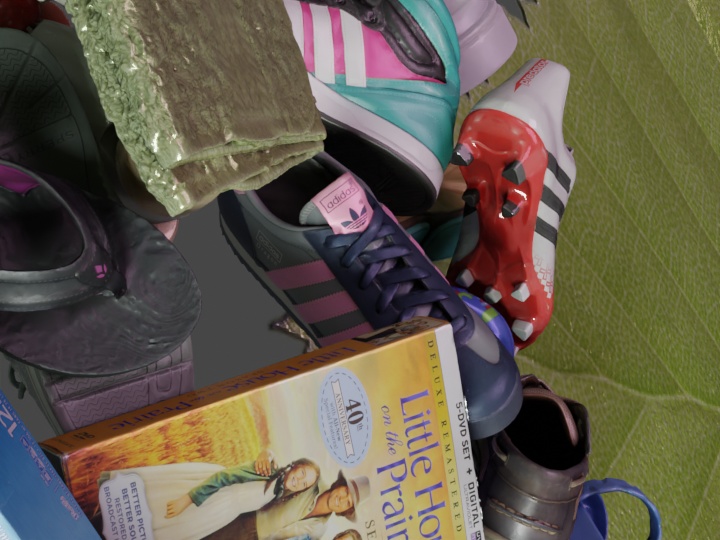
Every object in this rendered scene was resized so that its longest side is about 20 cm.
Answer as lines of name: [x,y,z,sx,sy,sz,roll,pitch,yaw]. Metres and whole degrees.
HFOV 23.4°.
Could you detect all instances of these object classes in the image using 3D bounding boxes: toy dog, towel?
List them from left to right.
toy dog: [-0.112,-0.102,0.793,0.096,0.132,0.201,-35,113,-33]
towel: [-0.082,-0.126,0.720,0.148,0.036,0.201,-26,96,-66]

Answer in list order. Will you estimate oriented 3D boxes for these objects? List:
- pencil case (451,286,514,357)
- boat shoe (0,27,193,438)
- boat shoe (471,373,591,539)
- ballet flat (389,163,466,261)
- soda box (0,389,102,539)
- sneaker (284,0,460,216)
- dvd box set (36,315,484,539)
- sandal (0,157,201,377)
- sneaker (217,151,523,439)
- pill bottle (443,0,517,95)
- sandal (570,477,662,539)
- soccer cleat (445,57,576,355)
pencil case: [0.017,0.078,0.909,0.200,0.078,0.087,-51,149,-54]
boat shoe: [-0.132,-0.003,0.750,0.074,0.065,0.203,-26,95,-28]
boat shoe: [0.100,0.099,0.957,0.074,0.074,0.200,23,19,-3]
ballet flat: [0.016,-0.027,0.996,0.063,0.069,0.200,46,27,15]
soda box: [-0.117,0.150,0.664,0.201,0.064,0.068,58,10,-10]
sneaker: [-0.024,-0.130,0.914,0.200,0.084,0.121,35,56,-17]
dvd box set: [-0.034,0.116,0.761,0.199,0.029,0.147,-16,104,-32]
sandal: [-0.152,-0.019,0.681,0.200,0.048,0.076,30,77,-14]
sneaker: [0.000,0.000,0.845,0.200,0.082,0.070,40,63,22]
pill bottle: [0.008,-0.196,1.009,0.201,0.111,0.111,57,36,-20]
sandal: [0.111,0.174,0.993,0.200,0.087,0.080,-47,115,-50]
soccer cleat: [0.087,-0.030,0.967,0.085,0.068,0.201,-53,154,-32]
